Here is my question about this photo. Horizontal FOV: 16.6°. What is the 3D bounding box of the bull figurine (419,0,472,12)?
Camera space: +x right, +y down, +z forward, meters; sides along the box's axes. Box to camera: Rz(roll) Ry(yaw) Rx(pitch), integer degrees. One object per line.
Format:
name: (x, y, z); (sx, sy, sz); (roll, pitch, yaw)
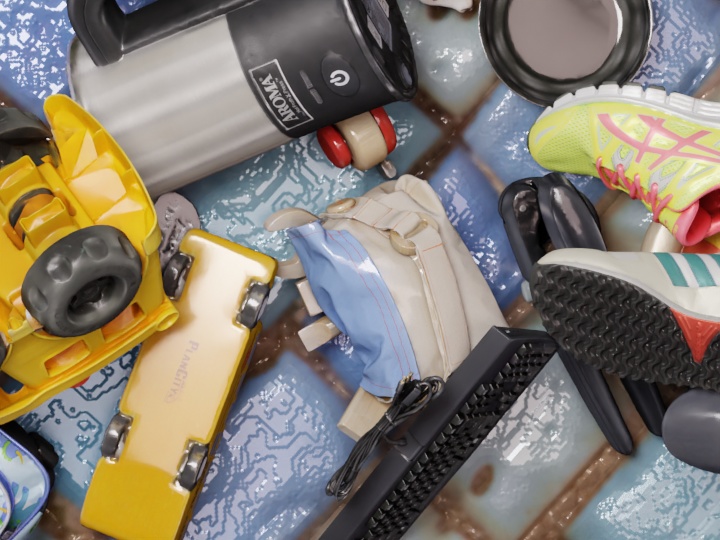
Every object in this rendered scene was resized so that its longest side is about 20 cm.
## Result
bull figurine: (0.055, -0.269, 1.567); (0.121, 0.065, 0.201); (-20, 92, 2)

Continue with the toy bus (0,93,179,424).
toy bus: (-0.211, 0.023, 1.466); (0.200, 0.192, 0.136); (-32, 60, -11)

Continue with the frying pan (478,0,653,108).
frying pan: (0.123, -0.197, 1.595); (0.114, 0.031, 0.191); (-15, 90, -5)

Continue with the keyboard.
keyboard: (0.037, 0.110, 1.529); (0.200, 0.127, 0.021); (-53, 57, 23)

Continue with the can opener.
can opener: (0.143, 0.029, 1.593); (0.063, 0.079, 0.201); (-19, 107, 7)

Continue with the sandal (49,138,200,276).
sandal: (-0.198, -0.050, 1.565); (0.199, 0.043, 0.076); (12, 91, -6)

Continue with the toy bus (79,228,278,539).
toy bus: (-0.112, 0.077, 1.557); (0.065, 0.078, 0.201); (20, 90, 5)

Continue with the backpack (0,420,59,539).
backpack: (-0.308, 0.150, 1.511); (0.183, 0.147, 0.200); (40, 91, -3)

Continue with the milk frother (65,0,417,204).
milk frother: (-0.079, -0.169, 1.537); (0.187, 0.200, 0.181); (-20, 110, 16)

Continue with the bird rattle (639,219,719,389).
bird rattle: (0.255, 0.016, 1.602); (0.163, 0.113, 0.200); (39, 101, 6)

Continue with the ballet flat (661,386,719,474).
ballet flat: (0.287, 0.102, 1.518); (0.199, 0.073, 0.073); (2, 92, -13)

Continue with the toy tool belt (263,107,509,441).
toy tool belt: (0.000, 0.000, 1.547); (0.123, 0.125, 0.201); (-30, 94, -12)

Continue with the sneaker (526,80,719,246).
sneaker: (0.194, -0.061, 1.548); (0.199, 0.078, 0.091); (6, 70, 26)

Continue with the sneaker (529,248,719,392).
sneaker: (0.206, 0.021, 1.523); (0.199, 0.093, 0.071); (14, 123, 15)
